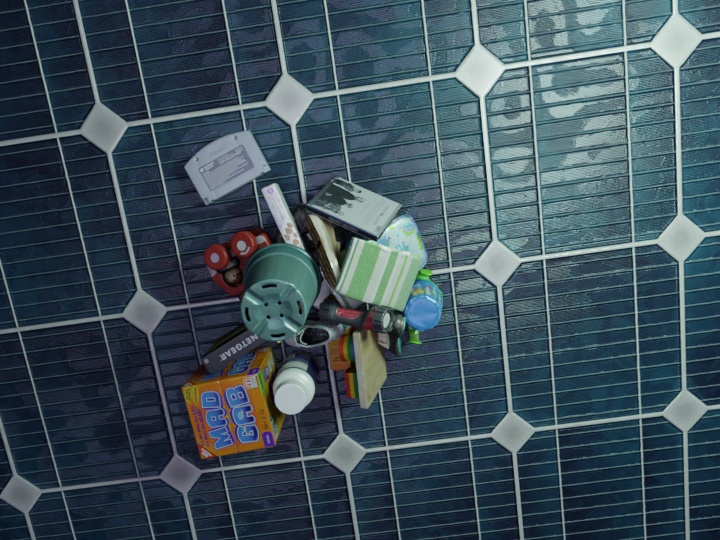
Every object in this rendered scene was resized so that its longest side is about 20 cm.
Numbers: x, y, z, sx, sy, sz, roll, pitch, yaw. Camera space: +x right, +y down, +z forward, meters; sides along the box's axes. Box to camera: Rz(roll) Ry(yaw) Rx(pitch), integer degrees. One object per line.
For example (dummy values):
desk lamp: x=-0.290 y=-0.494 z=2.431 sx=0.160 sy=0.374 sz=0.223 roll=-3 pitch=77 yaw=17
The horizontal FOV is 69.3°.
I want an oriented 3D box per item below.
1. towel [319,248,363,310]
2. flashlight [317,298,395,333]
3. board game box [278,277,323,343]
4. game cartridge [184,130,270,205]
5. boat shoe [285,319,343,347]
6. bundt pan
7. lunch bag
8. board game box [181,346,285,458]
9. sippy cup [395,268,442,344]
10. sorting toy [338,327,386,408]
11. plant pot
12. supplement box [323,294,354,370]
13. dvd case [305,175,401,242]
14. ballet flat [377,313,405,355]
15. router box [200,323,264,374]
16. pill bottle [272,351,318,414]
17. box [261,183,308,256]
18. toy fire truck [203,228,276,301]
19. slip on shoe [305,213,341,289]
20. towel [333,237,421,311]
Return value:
towel: x=0.000 y=0.000 z=1.377 sx=0.200 sy=0.031 sz=0.150 roll=-37 pitch=107 yaw=-21
flashlight: x=-0.013 y=0.107 z=1.291 sx=0.199 sy=0.068 sz=0.068 roll=10 pitch=134 yaw=33
board game box: x=-0.164 y=0.098 z=1.398 sx=0.030 sy=0.096 sz=0.200 roll=38 pitch=95 yaw=-7
game cartridge: x=-0.352 y=-0.276 z=1.366 sx=0.199 sy=0.041 sz=0.134 roll=-27 pitch=103 yaw=5
boat shoe: x=-0.140 y=0.170 z=1.393 sx=0.200 sy=0.071 sz=0.071 roll=-13 pitch=93 yaw=34
bundt pan: x=-0.132 y=-0.080 z=1.381 sx=0.200 sy=0.076 sz=0.204 roll=0 pitch=100 yaw=0
lunch bag: x=0.068 y=-0.041 z=1.348 sx=0.199 sy=0.082 sz=0.162 roll=-30 pitch=102 yaw=-23
board game box: x=-0.328 y=0.347 z=1.400 sx=0.198 sy=0.200 sz=0.202 roll=-11 pitch=101 yaw=4
sippy cup: x=0.159 y=0.097 z=1.382 sx=0.139 sy=0.130 sz=0.179 roll=-27 pitch=99 yaw=5
sorting toy: x=0.004 y=0.230 z=1.383 sx=0.069 sy=0.200 sz=0.201 roll=-2 pitch=101 yaw=18
plant pot: x=-0.195 y=0.059 z=1.229 sx=0.198 sy=0.196 sz=0.202 roll=-1 pitch=109 yaw=-2
supplement box: x=-0.055 y=0.168 z=1.426 sx=0.066 sy=0.069 sz=0.202 roll=-3 pitch=99 yaw=16
dvd case: x=-0.014 y=-0.159 z=1.310 sx=0.199 sy=0.151 sz=0.025 roll=26 pitch=136 yaw=12
ballet flat: x=0.081 y=0.167 z=1.386 sx=0.068 sy=0.201 sz=0.068 roll=5 pitch=58 yaw=4
router box: x=-0.311 y=0.180 z=1.391 sx=0.199 sy=0.157 sz=0.052 roll=-32 pitch=99 yaw=6
pill bottle: x=-0.173 y=0.301 z=1.390 sx=0.110 sy=0.200 sz=0.112 roll=0 pitch=101 yaw=1
box: x=-0.189 y=-0.120 z=1.316 sx=0.038 sy=0.041 sz=0.201 roll=-24 pitch=95 yaw=6
toy fire truck: x=-0.302 y=-0.009 z=1.362 sx=0.199 sy=0.112 sz=0.169 roll=-23 pitch=93 yaw=15
slip on shoe: x=-0.075 y=-0.052 z=1.297 sx=0.060 sy=0.076 sz=0.201 roll=-17 pitch=76 yaw=-26
towel: x=0.045 y=0.010 z=1.276 sx=0.199 sy=0.023 sz=0.154 roll=15 pitch=102 yaw=-27
